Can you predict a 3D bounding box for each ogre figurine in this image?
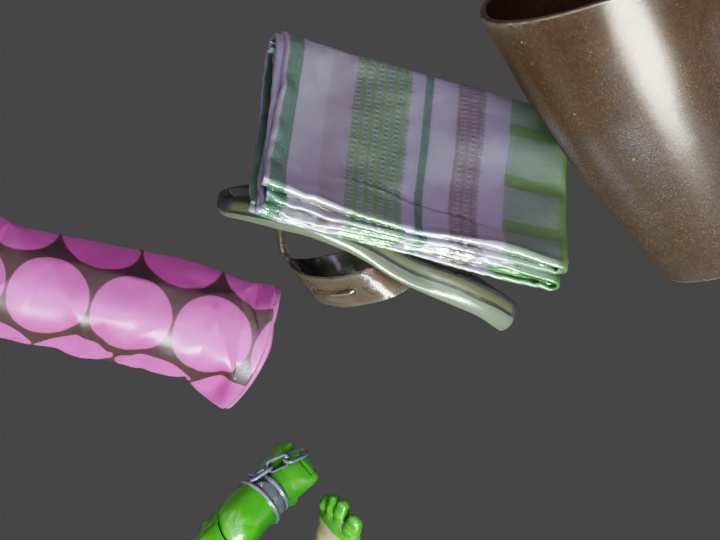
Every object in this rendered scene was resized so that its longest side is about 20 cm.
[{"bbox_3d":[-0.046,0.220,1.559,0.119,0.098,0.201,-23,107,-26],"label":"ogre figurine"}]

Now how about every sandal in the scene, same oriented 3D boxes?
[{"bbox_3d":[0.001,0.001,1.579,0.200,0.080,0.058,26,99,-7],"label":"sandal"}]

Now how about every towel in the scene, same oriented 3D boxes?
[{"bbox_3d":[0.034,-0.072,1.566,0.198,0.031,0.150,14,50,-10],"label":"towel"}]

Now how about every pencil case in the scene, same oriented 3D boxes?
[{"bbox_3d":[-0.152,0.028,1.551,0.198,0.094,0.091,15,42,-7],"label":"pencil case"}]

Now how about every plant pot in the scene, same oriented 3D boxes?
[{"bbox_3d":[0.194,-0.102,1.570,0.186,0.187,0.201,-25,107,-8],"label":"plant pot"}]
